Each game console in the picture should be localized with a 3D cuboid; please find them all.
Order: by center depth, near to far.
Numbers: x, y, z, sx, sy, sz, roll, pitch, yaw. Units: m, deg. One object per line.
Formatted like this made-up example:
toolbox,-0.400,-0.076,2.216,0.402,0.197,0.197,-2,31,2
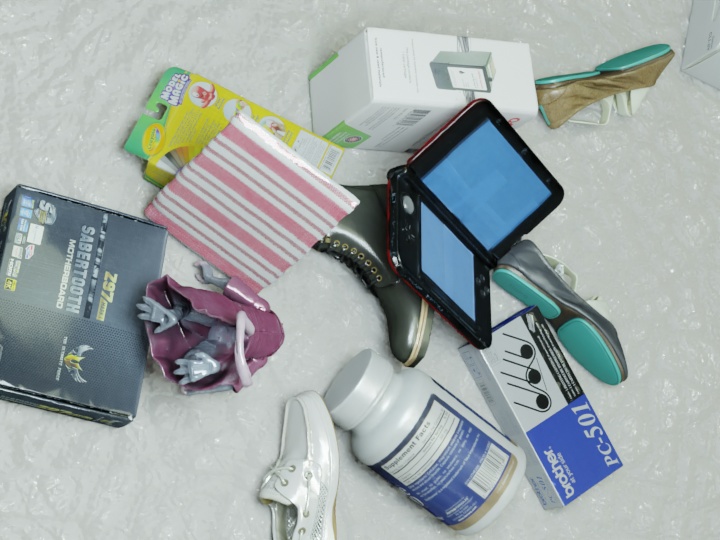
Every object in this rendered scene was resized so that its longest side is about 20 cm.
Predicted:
game console,0.124,-0.043,1.682,0.200,0.118,0.173,42,38,-44

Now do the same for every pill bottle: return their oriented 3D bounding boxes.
pill bottle,0.061,0.170,1.664,0.200,0.111,0.111,38,63,-14

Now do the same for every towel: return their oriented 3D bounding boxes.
towel,-0.108,-0.065,1.591,0.146,0.200,0.030,36,47,-14

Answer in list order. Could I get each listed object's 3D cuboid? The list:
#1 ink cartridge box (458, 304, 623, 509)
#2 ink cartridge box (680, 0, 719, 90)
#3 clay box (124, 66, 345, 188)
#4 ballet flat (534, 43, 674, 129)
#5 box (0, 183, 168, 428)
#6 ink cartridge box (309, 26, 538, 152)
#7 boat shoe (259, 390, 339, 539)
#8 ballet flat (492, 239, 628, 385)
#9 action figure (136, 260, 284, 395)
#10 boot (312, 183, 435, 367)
ink cartridge box,0.195,0.148,1.778,0.094,0.044,0.201,-28,91,-28
ink cartridge box,0.506,-0.282,2.029,0.199,0.083,0.146,22,67,-21
clay box,-0.129,-0.114,1.661,0.199,0.048,0.115,27,65,-2
ballet flat,0.287,-0.208,1.914,0.199,0.068,0.073,-20,107,-30
box,-0.276,0.035,1.560,0.157,0.051,0.201,17,69,-24
ink cartridge box,0.066,-0.186,1.740,0.199,0.145,0.084,2,75,-27
boat shoe,-0.064,0.217,1.610,0.069,0.071,0.201,3,77,-28
ballet flat,0.233,0.039,1.814,0.200,0.073,0.073,42,62,-9
action figure,-0.121,0.051,1.581,0.200,0.148,0.135,2,83,-60
boot,0.000,0.000,1.707,0.138,0.077,0.201,7,61,-21
